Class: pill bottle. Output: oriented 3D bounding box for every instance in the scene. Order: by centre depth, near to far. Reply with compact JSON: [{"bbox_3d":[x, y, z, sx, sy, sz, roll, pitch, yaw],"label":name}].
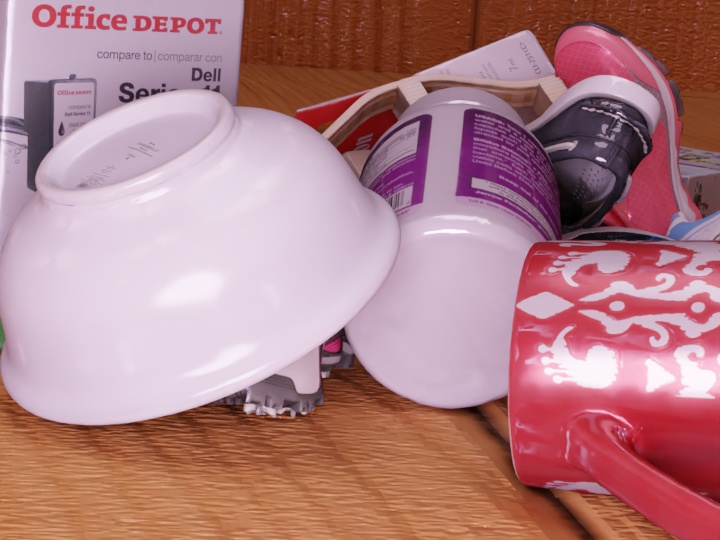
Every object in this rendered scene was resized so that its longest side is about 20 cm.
[{"bbox_3d":[0.051,-0.022,1.110,0.112,0.112,0.200,5,28,2],"label":"pill bottle"}]

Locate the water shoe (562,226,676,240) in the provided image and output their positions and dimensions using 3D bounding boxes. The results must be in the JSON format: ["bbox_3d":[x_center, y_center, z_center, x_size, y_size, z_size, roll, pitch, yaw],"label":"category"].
[{"bbox_3d":[0.186,0.017,1.212,0.200,0.072,0.079,2,12,-11],"label":"water shoe"}]

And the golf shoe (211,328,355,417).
[{"bbox_3d":[-0.048,0.020,1.052,0.077,0.088,0.200,7,11,8],"label":"golf shoe"}]

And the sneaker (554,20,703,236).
[{"bbox_3d":[0.167,-0.063,1.343,0.074,0.200,0.087,-18,4,42],"label":"sneaker"}]

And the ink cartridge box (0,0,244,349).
[{"bbox_3d":[-0.149,-0.064,1.153,0.147,0.200,0.083,-2,12,-32],"label":"ink cartridge box"}]

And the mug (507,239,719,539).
[{"bbox_3d":[0.165,0.047,0.874,0.200,0.134,0.178,3,7,15],"label":"mug"}]

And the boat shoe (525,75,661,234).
[{"bbox_3d":[0.110,-0.048,1.248,0.076,0.060,0.200,26,-29,-4],"label":"boat shoe"}]

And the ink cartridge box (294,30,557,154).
[{"bbox_3d":[0.031,-0.073,1.442,0.176,0.045,0.200,-22,-20,-18],"label":"ink cartridge box"}]

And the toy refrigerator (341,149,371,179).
[{"bbox_3d":[0.054,-0.033,1.385,0.200,0.070,0.076,-7,59,-49],"label":"toy refrigerator"}]

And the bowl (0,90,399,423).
[{"bbox_3d":[-0.090,-0.023,0.977,0.201,0.090,0.201,-17,26,9],"label":"bowl"}]

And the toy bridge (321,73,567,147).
[{"bbox_3d":[0.041,-0.091,1.308,0.200,0.027,0.067,-18,56,-20],"label":"toy bridge"}]

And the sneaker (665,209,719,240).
[{"bbox_3d":[0.280,-0.035,1.280,0.200,0.073,0.072,-17,-32,19],"label":"sneaker"}]

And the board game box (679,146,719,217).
[{"bbox_3d":[0.250,-0.066,1.747,0.147,0.064,0.200,12,14,34],"label":"board game box"}]
